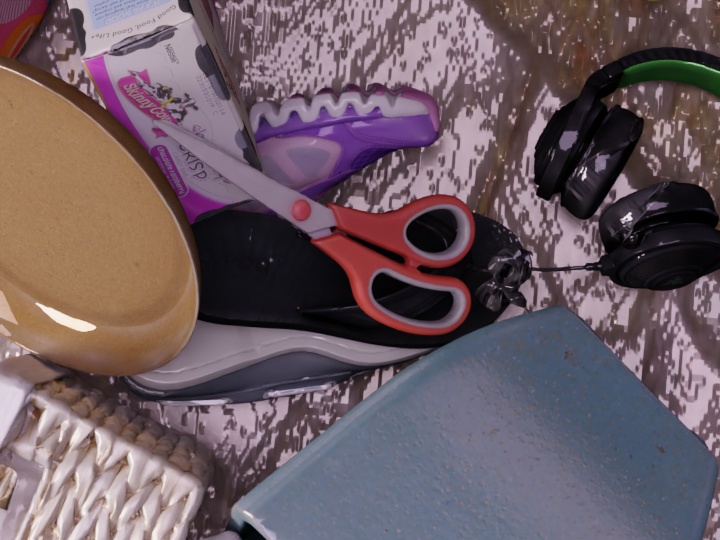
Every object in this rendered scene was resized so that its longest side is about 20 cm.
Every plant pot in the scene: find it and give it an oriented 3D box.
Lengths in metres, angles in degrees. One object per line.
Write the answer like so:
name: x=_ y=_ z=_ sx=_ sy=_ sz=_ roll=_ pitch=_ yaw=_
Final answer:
plant pot: x=0.067 y=0.131 z=1.249 sx=0.196 sy=0.196 sz=0.200 roll=45 pitch=77 yaw=4
plant pot: x=-0.159 y=-0.032 z=1.217 sx=0.200 sy=0.200 sz=0.028 roll=34 pitch=53 yaw=5

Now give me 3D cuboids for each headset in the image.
headset: x=0.140 y=-0.043 z=1.282 sx=0.200 sy=0.094 sz=0.124 roll=-36 pitch=76 yaw=-17

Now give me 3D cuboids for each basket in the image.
basket: x=-0.151 y=0.128 z=1.255 sx=0.123 sy=0.200 sz=0.136 roll=24 pitch=89 yaw=-2

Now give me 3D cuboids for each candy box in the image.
candy box: x=-0.111 y=-0.140 z=1.249 sx=0.061 sy=0.137 sz=0.201 roll=-21 pitch=50 yaw=2

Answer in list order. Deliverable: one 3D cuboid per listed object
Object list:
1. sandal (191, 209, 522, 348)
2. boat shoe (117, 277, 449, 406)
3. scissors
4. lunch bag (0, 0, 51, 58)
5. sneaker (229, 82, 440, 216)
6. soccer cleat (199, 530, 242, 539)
sandal: x=0.000 y=0.001 z=1.274 sx=0.199 sy=0.048 sz=0.076 roll=-1 pitch=76 yaw=-22
boat shoe: x=-0.036 y=0.032 z=1.318 sx=0.199 sy=0.062 sz=0.073 roll=-10 pitch=69 yaw=-16
scissors: x=-0.023 y=-0.019 z=1.217 sx=0.199 sy=0.014 sz=0.074 roll=15 pitch=92 yaw=-31
lunch bag: x=-0.240 y=-0.130 z=1.278 sx=0.082 sy=0.176 sz=0.200 roll=35 pitch=89 yaw=7
sneaker: x=-0.051 y=-0.048 z=1.319 sx=0.199 sy=0.080 sz=0.089 roll=-12 pitch=93 yaw=8
soccer cleat: x=-0.059 y=0.196 z=1.258 sx=0.069 sy=0.200 sz=0.087 roll=-19 pitch=64 yaw=-12
